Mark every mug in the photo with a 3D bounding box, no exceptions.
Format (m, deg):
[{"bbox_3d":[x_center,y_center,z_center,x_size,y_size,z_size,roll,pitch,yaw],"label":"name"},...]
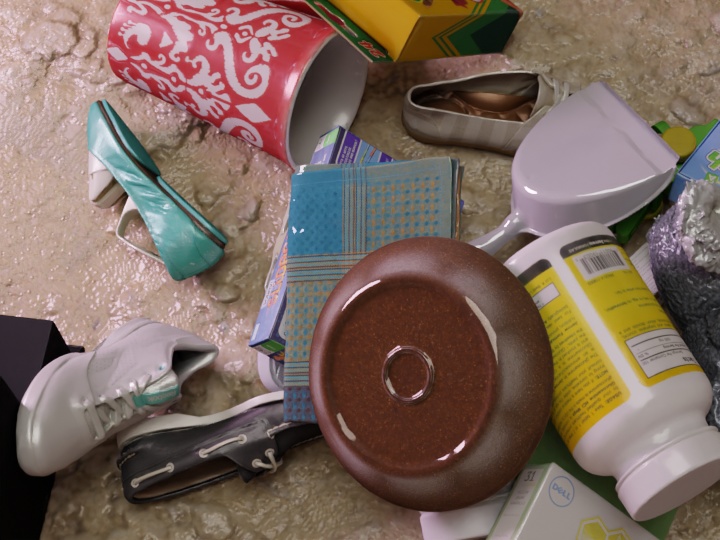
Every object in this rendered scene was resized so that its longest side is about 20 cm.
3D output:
[{"bbox_3d":[-0.102,-0.184,1.492,0.199,0.177,0.134,24,106,21],"label":"mug"}]

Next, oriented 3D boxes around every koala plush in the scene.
[{"bbox_3d":[0.287,0.028,1.282,0.183,0.177,0.201,-28,84,-2],"label":"koala plush"}]

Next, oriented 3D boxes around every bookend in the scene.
[{"bbox_3d":[-0.299,0.107,1.301,0.092,0.200,0.200,6,65,8],"label":"bookend"}]

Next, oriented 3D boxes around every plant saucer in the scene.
[{"bbox_3d":[0.041,0.075,1.215,0.200,0.037,0.201,-1,88,29],"label":"plant saucer"}]

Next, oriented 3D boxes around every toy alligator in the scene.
[{"bbox_3d":[0.226,-0.068,1.417,0.054,0.059,0.200,37,72,21],"label":"toy alligator"}]

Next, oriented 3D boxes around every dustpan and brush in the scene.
[{"bbox_3d":[0.151,-0.060,1.391,0.199,0.057,0.140,-29,44,-6],"label":"dustpan and brush"}]

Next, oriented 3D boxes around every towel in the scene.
[{"bbox_3d":[0.008,0.017,1.272,0.146,0.022,0.201,0,86,28],"label":"towel"}]

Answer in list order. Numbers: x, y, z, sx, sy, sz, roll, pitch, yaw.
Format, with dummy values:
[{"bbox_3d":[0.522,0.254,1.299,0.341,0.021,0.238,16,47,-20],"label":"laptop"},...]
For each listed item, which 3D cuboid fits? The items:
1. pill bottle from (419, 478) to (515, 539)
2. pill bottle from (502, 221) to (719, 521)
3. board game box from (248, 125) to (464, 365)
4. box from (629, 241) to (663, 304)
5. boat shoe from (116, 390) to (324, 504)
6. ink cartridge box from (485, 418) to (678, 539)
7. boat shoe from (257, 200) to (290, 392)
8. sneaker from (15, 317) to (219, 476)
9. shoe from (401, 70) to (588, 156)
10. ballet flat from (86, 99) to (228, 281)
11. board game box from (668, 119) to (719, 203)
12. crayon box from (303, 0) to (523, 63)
[{"bbox_3d":[0.073,0.107,1.302,0.111,0.111,0.201,-10,79,0],"label":"pill bottle"},{"bbox_3d":[0.181,0.074,1.217,0.112,0.113,0.200,-26,66,-8],"label":"pill bottle"},{"bbox_3d":[0.000,0.000,1.376,0.135,0.034,0.201,30,62,-23],"label":"board game box"},{"bbox_3d":[0.223,0.019,1.385,0.200,0.039,0.041,-41,66,-15],"label":"box"},{"bbox_3d":[-0.097,0.140,1.336,0.199,0.074,0.061,-10,63,3],"label":"boat shoe"},{"bbox_3d":[0.183,0.183,1.263,0.145,0.048,0.200,37,69,-18],"label":"ink cartridge box"},{"bbox_3d":[-0.046,0.015,1.405,0.072,0.062,0.201,32,61,-29],"label":"boat shoe"},{"bbox_3d":[-0.186,0.095,1.317,0.088,0.076,0.200,7,30,28],"label":"sneaker"},{"bbox_3d":[0.133,-0.137,1.464,0.199,0.053,0.070,2,64,6],"label":"shoe"},{"bbox_3d":[-0.196,-0.066,1.456,0.070,0.067,0.200,-42,64,0],"label":"ballet flat"},{"bbox_3d":[0.367,-0.090,1.395,0.151,0.037,0.200,31,51,17],"label":"board game box"},{"bbox_3d":[0.037,-0.237,1.457,0.127,0.051,0.200,43,31,22],"label":"crayon box"}]
